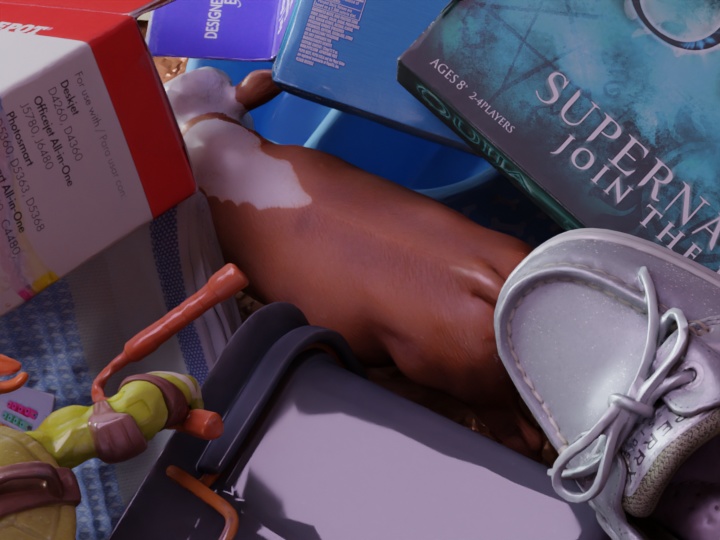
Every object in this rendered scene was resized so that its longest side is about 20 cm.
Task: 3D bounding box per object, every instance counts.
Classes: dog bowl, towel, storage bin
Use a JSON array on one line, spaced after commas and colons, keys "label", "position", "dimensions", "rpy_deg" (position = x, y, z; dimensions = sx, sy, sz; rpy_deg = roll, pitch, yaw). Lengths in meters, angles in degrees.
[{"label": "dog bowl", "position": [0.012, -0.062, 0.928], "dimensions": [0.200, 0.050, 0.112], "rpy_deg": [23, 69, 40]}, {"label": "towel", "position": [-0.128, 0.052, 0.851], "dimensions": [0.200, 0.147, 0.024], "rpy_deg": [-8, 17, 18]}, {"label": "storage bin", "position": [-0.005, 0.124, 0.736], "dimensions": [0.134, 0.146, 0.200], "rpy_deg": [18, 65, 28]}]

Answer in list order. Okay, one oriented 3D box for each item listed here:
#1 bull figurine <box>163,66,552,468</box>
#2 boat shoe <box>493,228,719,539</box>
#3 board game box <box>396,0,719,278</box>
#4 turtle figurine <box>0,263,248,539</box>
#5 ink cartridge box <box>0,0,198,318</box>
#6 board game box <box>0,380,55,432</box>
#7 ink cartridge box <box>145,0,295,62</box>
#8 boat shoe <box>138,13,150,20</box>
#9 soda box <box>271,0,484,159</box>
[{"label": "bull figurine", "position": [0.000, 0.000, 0.834], "dimensions": [0.065, 0.121, 0.200], "rpy_deg": [-47, 46, -11]}, {"label": "boat shoe", "position": [0.108, 0.067, 0.668], "dimensions": [0.074, 0.065, 0.202], "rpy_deg": [-46, 71, 20]}, {"label": "board game box", "position": [0.129, -0.043, 0.731], "dimensions": [0.200, 0.028, 0.135], "rpy_deg": [42, 81, 7]}, {"label": "turtle figurine", "position": [-0.088, 0.077, 0.661], "dimensions": [0.200, 0.064, 0.161], "rpy_deg": [-28, 58, -19]}, {"label": "ink cartridge box", "position": [-0.137, -0.031, 0.775], "dimensions": [0.200, 0.067, 0.116], "rpy_deg": [-34, 28, -31]}, {"label": "board game box", "position": [-0.155, 0.164, 0.761], "dimensions": [0.043, 0.200, 0.199], "rpy_deg": [17, 52, -12]}, {"label": "ink cartridge box", "position": [0.028, -0.143, 0.907], "dimensions": [0.200, 0.043, 0.198], "rpy_deg": [5, 42, -1]}, {"label": "boat shoe", "position": [-0.097, -0.152, 1.039], "dimensions": [0.200, 0.069, 0.075], "rpy_deg": [4, 28, 32]}, {"label": "soda box", "position": [0.074, -0.059, 0.791], "dimensions": [0.200, 0.068, 0.064], "rpy_deg": [19, 92, -1]}]
